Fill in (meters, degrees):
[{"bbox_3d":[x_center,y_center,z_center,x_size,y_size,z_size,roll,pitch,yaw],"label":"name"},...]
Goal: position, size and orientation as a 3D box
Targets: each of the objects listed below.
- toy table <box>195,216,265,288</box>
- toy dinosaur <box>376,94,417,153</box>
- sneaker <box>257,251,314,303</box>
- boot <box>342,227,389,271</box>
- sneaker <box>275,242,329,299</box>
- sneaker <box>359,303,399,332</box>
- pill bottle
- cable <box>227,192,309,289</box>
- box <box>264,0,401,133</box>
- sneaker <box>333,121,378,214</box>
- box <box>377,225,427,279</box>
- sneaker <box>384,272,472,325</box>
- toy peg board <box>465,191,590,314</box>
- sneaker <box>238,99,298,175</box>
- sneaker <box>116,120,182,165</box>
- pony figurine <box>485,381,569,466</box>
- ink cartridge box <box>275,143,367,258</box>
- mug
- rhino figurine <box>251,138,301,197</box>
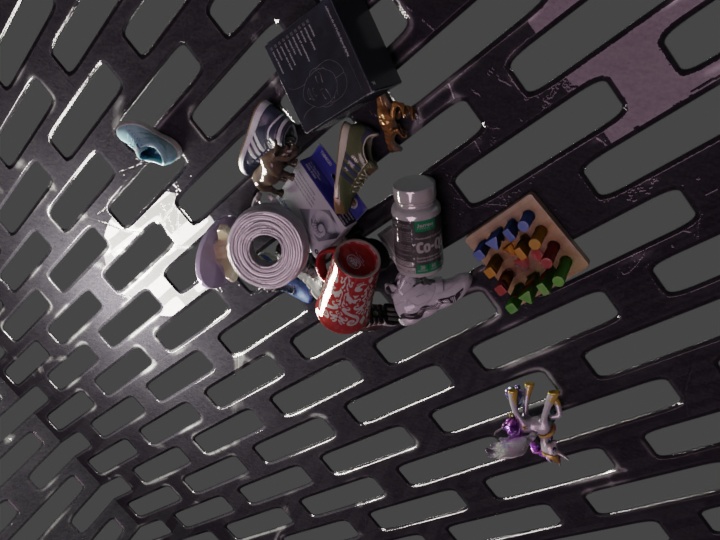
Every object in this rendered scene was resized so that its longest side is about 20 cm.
[{"bbox_3d":[-0.322,-0.049,1.846,0.115,0.204,0.183,-3,156,40],"label":"toy table"},{"bbox_3d":[0.056,-0.334,1.522,0.104,0.061,0.203,-2,120,33],"label":"toy dinosaur"},{"bbox_3d":[-0.210,0.035,1.914,0.197,0.089,0.079,28,133,11],"label":"sneaker"},{"bbox_3d":[0.000,0.000,1.762,0.200,0.068,0.177,41,140,41],"label":"boot"},{"bbox_3d":[-0.120,-0.006,1.823,0.200,0.075,0.115,44,158,-16],"label":"sneaker"},{"bbox_3d":[-0.007,0.122,1.815,0.197,0.077,0.115,13,154,-31],"label":"sneaker"},{"bbox_3d":[0.125,-0.098,1.605,0.111,0.113,0.204,7,122,26],"label":"pill bottle"},{"bbox_3d":[-0.218,-0.056,1.732,0.199,0.069,0.201,37,108,-6],"label":"cable"},{"bbox_3d":[-0.056,-0.416,1.466,0.194,0.123,0.203,-21,97,40],"label":"box"},{"bbox_3d":[-0.005,-0.221,1.602,0.088,0.067,0.205,8,101,13],"label":"sneaker"},{"bbox_3d":[0.110,-0.013,1.718,0.202,0.041,0.039,57,166,-15],"label":"box"},{"bbox_3d":[0.153,0.034,1.668,0.197,0.075,0.116,-30,108,9],"label":"sneaker"},{"bbox_3d":[0.341,-0.022,1.544,0.200,0.098,0.199,48,131,-7],"label":"toy peg board"},{"bbox_3d":[-0.215,-0.287,1.708,0.107,0.070,0.202,32,129,9],"label":"sneaker"},{"bbox_3d":[-0.561,-0.327,1.876,0.196,0.082,0.075,20,129,17],"label":"sneaker"},{"bbox_3d":[0.405,0.377,1.765,0.189,0.166,0.205,-1,106,22],"label":"pony figurine"},{"bbox_3d":[-0.098,-0.156,1.711,0.201,0.040,0.200,54,133,13],"label":"ink cartridge box"},{"bbox_3d":[-0.042,0.024,1.646,0.175,0.134,0.202,28,143,8],"label":"mug"},{"bbox_3d":[-0.189,-0.238,1.659,0.086,0.061,0.200,13,152,-20],"label":"rhino figurine"}]
